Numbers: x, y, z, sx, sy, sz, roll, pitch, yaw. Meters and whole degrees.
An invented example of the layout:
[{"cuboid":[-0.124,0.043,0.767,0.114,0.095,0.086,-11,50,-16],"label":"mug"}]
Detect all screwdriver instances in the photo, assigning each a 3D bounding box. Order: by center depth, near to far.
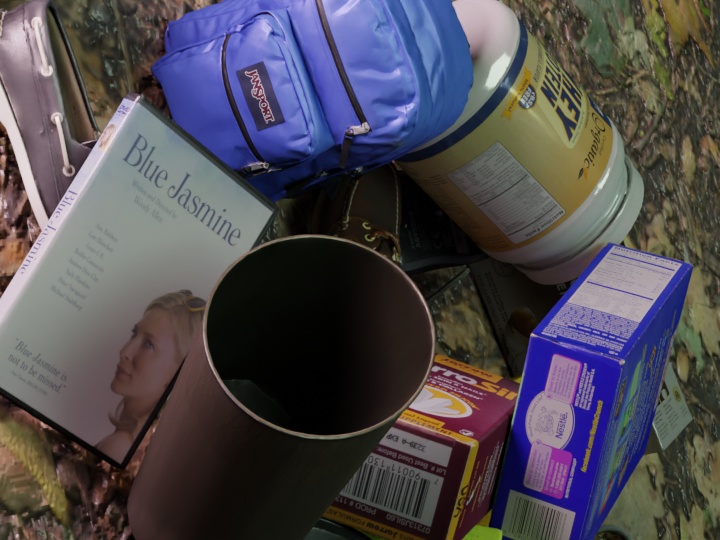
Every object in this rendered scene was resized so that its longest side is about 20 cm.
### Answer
[{"cuboid":[0.042,0.037,1.699,0.200,0.028,0.029,-30,131,-57],"label":"screwdriver"}]

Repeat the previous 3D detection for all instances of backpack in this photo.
[{"cuboid":[-0.029,-0.132,1.511,0.168,0.199,0.164,-38,108,-55],"label":"backpack"}]

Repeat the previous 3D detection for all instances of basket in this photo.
[{"cuboid":[-0.062,0.101,1.333,0.136,0.201,0.180,38,40,8],"label":"basket"}]

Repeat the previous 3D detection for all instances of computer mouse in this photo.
[{"cuboid":[0.030,-0.044,1.703,0.199,0.053,0.140,-3,80,-44],"label":"computer mouse"}]

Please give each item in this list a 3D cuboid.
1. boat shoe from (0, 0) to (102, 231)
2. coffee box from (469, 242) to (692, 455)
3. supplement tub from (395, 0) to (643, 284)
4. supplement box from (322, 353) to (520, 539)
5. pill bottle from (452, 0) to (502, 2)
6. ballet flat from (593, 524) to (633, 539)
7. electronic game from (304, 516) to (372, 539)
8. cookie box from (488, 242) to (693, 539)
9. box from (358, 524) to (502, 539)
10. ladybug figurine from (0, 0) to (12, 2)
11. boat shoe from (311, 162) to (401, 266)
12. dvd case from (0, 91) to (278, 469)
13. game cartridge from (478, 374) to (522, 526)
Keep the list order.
[{"cuboid":[-0.183,-0.075,1.364,0.074,0.060,0.201,-22,89,-80],"label":"boat shoe"},{"cuboid":[0.188,0.060,1.824,0.080,0.114,0.201,-33,104,-55],"label":"coffee box"},{"cuboid":[0.114,-0.097,1.656,0.200,0.144,0.145,43,43,-29],"label":"supplement tub"},{"cuboid":[0.045,0.124,1.523,0.200,0.110,0.086,-25,132,-71],"label":"supplement box"},{"cuboid":[0.045,-0.213,1.734,0.200,0.116,0.117,35,49,-44],"label":"pill bottle"},{"cuboid":[0.125,0.243,1.539,0.199,0.064,0.067,-32,70,-36],"label":"ballet flat"},{"cuboid":[-0.038,0.237,1.397,0.198,0.042,0.201,15,43,-14],"label":"electronic game"},{"cuboid":[0.171,0.094,1.582,0.200,0.075,0.172,-41,145,-60],"label":"cookie box"},{"cuboid":[0.016,0.251,1.476,0.201,0.121,0.048,-66,162,-45],"label":"box"},{"cuboid":[-0.235,-0.243,1.374,0.199,0.072,0.137,-13,86,-57],"label":"ladybug figurine"},{"cuboid":[0.000,0.000,1.581,0.070,0.070,0.201,27,62,-31],"label":"boat shoe"},{"cuboid":[-0.147,0.009,1.347,0.143,0.017,0.201,38,78,-40],"label":"dvd case"},{"cuboid":[0.121,0.199,1.742,0.176,0.032,0.201,-18,88,-57],"label":"game cartridge"}]
